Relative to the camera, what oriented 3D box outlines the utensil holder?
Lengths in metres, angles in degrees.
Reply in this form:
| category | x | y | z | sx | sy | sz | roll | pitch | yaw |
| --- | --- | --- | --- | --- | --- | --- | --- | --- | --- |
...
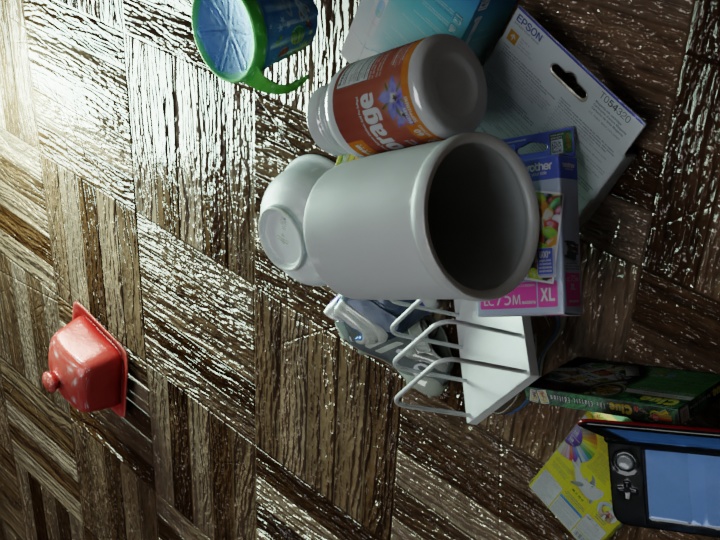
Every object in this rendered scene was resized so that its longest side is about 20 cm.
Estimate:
| category | x | y | z | sx | sy | sz | roll | pitch | yaw |
| --- | --- | --- | --- | --- | --- | --- | --- | --- | --- |
| utensil holder | 0.060 | -0.048 | 1.146 | 0.200 | 0.170 | 0.171 | -5 | 105 | 50 |

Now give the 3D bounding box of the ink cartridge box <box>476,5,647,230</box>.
| category | x | y | z | sx | sy | sz | roll | pitch | yaw |
| --- | --- | --- | --- | --- | --- | --- | --- | --- | --- |
| ink cartridge box | 0.205 | -0.157 | 1.196 | 0.196 | 0.043 | 0.200 | 49 | 135 | 19 |

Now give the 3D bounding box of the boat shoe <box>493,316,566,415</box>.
| category | x | y | z | sx | sy | sz | roll | pitch | yaw |
| --- | --- | --- | --- | --- | --- | --- | --- | --- | --- |
| boat shoe | 0.184 | 0.112 | 1.336 | 0.072 | 0.072 | 0.200 | 40 | 135 | 28 |

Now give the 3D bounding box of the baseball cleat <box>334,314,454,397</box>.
| category | x | y | z | sx | sy | sz | roll | pitch | yaw |
| --- | --- | --- | --- | --- | --- | --- | --- | --- | --- |
| baseball cleat | 0.052 | 0.089 | 1.495 | 0.200 | 0.070 | 0.107 | 33 | 118 | 28 |

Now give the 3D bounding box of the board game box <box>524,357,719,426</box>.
| category | x | y | z | sx | sy | sz | roll | pitch | yaw |
| --- | --- | --- | --- | --- | --- | --- | --- | --- | --- |
| board game box | 0.292 | 0.131 | 1.197 | 0.200 | 0.105 | 0.024 | 4 | 107 | 48 |

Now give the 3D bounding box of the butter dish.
| category | x | y | z | sx | sy | sz | roll | pitch | yaw |
| --- | --- | --- | --- | --- | --- | --- | --- | --- | --- |
| butter dish | -0.575 | 0.202 | 2.193 | 0.199 | 0.148 | 0.200 | 38 | 134 | 29 |

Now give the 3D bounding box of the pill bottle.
| category | x | y | z | sx | sy | sz | roll | pitch | yaw |
| --- | --- | --- | --- | --- | --- | --- | --- | --- | --- |
| pill bottle | 0.033 | -0.184 | 1.190 | 0.200 | 0.112 | 0.113 | -7 | 104 | 49 |

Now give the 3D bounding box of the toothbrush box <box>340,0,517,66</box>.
| category | x | y | z | sx | sy | sz | roll | pitch | yaw |
| --- | --- | --- | --- | --- | --- | --- | --- | --- | --- |
| toothbrush box | 0.078 | -0.287 | 1.236 | 0.146 | 0.085 | 0.200 | 46 | 137 | 20 |

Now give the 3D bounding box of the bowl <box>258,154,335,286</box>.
| category | x | y | z | sx | sy | sz | roll | pitch | yaw |
| --- | --- | --- | --- | --- | --- | --- | --- | --- | --- |
| bowl | -0.081 | -0.057 | 1.538 | 0.201 | 0.090 | 0.202 | 26 | 128 | 38 |

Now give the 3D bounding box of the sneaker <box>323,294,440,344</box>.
| category | x | y | z | sx | sy | sz | roll | pitch | yaw |
| --- | --- | --- | --- | --- | --- | --- | --- | --- | --- |
| sneaker | 0.000 | 0.000 | 1.429 | 0.146 | 0.081 | 0.200 | -30 | 91 | 9 |

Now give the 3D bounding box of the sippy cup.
| category | x | y | z | sx | sy | sz | roll | pitch | yaw |
| --- | --- | --- | --- | --- | --- | --- | --- | --- | --- |
| sippy cup | -0.131 | -0.326 | 1.418 | 0.139 | 0.130 | 0.178 | 18 | 122 | 44 |

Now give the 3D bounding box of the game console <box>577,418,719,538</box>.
| category | x | y | z | sx | sy | sz | roll | pitch | yaw |
| --- | --- | --- | --- | --- | --- | --- | --- | --- | --- |
| game console | 0.344 | 0.222 | 1.135 | 0.199 | 0.119 | 0.173 | 1 | 106 | 31 |

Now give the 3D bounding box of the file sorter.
| category | x | y | z | sx | sy | sz | roll | pitch | yaw |
| --- | --- | --- | --- | --- | --- | --- | --- | --- | --- |
| file sorter | 0.111 | 0.056 | 1.278 | 0.139 | 0.124 | 0.201 | -48 | 37 | 49 |

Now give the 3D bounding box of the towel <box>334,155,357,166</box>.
| category | x | y | z | sx | sy | sz | roll | pitch | yaw |
| --- | --- | --- | --- | --- | --- | --- | --- | --- | --- |
| towel | 0.045 | -0.136 | 1.373 | 0.200 | 0.018 | 0.086 | 15 | 83 | 44 |

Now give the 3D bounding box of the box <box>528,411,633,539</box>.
| category | x | y | z | sx | sy | sz | roll | pitch | yaw |
| --- | --- | --- | --- | --- | --- | --- | --- | --- | --- |
| box | 0.293 | 0.241 | 1.302 | 0.117 | 0.048 | 0.200 | 48 | 140 | 21 |

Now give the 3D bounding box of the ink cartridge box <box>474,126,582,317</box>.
| category | x | y | z | sx | sy | sz | roll | pitch | yaw |
| --- | --- | --- | --- | --- | --- | --- | --- | --- | --- |
| ink cartridge box | 0.178 | -0.050 | 1.167 | 0.119 | 0.042 | 0.201 | -4 | 84 | 46 |
